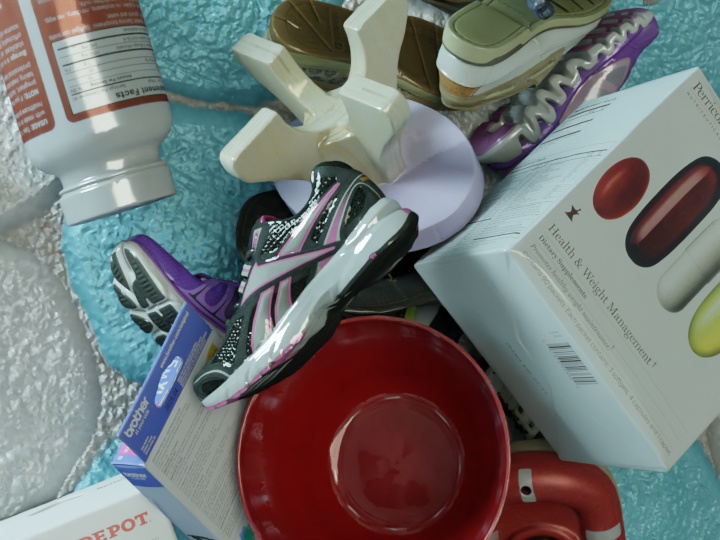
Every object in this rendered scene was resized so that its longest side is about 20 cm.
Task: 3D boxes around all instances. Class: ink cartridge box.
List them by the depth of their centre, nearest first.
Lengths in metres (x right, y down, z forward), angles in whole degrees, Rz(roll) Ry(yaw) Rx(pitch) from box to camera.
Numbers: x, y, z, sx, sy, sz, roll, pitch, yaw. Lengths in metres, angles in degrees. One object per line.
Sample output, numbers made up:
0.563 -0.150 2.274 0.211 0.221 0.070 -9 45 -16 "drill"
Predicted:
-0.107 0.130 0.992 0.201 0.042 0.120 55 46 -39 "ink cartridge box"
-0.189 0.268 0.994 0.145 0.084 0.202 -21 95 -19 "ink cartridge box"

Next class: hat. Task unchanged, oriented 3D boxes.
0.000 0.000 1.057 0.199 0.201 0.082 -9 126 -19 "hat"

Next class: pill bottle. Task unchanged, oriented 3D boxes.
-0.203 -0.140 0.993 0.111 0.112 0.202 -17 94 -19 "pill bottle"

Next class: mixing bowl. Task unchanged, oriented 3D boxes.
0.017 0.140 0.999 0.198 0.108 0.203 -2 80 11 "mixing bowl"

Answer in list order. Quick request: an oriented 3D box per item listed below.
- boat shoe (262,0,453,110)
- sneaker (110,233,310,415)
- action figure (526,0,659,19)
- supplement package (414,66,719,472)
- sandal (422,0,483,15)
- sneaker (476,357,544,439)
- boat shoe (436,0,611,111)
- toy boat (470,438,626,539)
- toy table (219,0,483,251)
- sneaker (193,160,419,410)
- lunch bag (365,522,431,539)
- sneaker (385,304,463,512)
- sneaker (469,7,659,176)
0.012 -0.167 1.102 0.198 0.063 0.074 14 57 -20 "boat shoe"
-0.107 0.033 1.050 0.200 0.080 0.084 39 62 -23 "sneaker"
0.148 -0.295 1.090 0.193 0.105 0.201 3 51 -51 "action figure"
0.187 0.001 0.963 0.200 0.147 0.192 -43 103 -20 "supplement package"
0.077 -0.259 1.122 0.198 0.054 0.083 14 84 -23 "sandal"
0.135 0.101 1.129 0.087 0.076 0.202 -9 86 -5 "sneaker"
0.129 -0.189 1.104 0.075 0.069 0.199 40 45 26 "boat shoe"
0.141 0.235 1.054 0.129 0.131 0.202 -6 112 14 "toy boat"
-0.009 -0.106 0.987 0.185 0.199 0.117 -56 137 -23 "toy table"
-0.050 0.007 0.928 0.200 0.080 0.086 -46 76 14 "sneaker"
0.047 0.308 1.010 0.135 0.200 0.133 -31 129 -15 "lunch bag"
0.065 0.121 1.081 0.082 0.072 0.202 -5 89 10 "sneaker"
0.185 -0.138 1.149 0.200 0.080 0.089 -45 108 -10 "sneaker"
